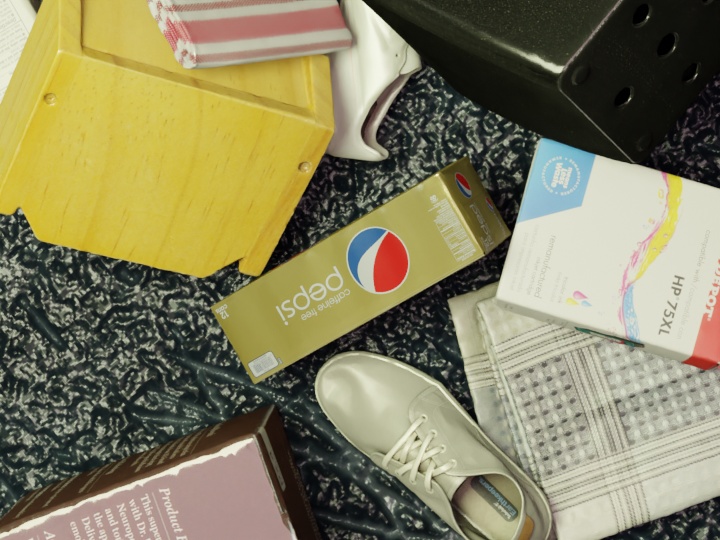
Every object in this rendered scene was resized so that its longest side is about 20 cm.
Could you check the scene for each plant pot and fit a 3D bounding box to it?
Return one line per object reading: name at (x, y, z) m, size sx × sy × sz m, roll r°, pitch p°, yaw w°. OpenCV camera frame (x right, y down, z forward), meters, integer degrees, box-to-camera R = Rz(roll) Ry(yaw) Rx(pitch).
plant pot at (0.138, -0.188, 1.305) m, size 0.200 × 0.200 × 0.177 m, roll -50°, pitch 53°, yaw 3°

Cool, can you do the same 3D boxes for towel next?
towel at (0.176, 0.085, 1.437) m, size 0.198 × 0.035 × 0.194 m, roll -17°, pitch 93°, yaw 3°
towel at (-0.101, -0.219, 1.357) m, size 0.030 × 0.145 × 0.201 m, roll -45°, pitch 66°, yaw 44°

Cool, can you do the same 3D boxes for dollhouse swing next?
dollhouse swing at (-0.142, -0.130, 1.383) m, size 0.198 × 0.176 × 0.183 m, roll 13°, pitch 123°, yaw -28°

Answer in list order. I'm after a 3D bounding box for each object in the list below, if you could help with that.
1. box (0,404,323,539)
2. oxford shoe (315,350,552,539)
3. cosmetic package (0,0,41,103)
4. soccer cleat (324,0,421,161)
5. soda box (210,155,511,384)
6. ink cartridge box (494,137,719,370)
box at (-0.127, 0.209, 1.386) m, size 0.198 × 0.164 × 0.167 m, roll -20°, pitch 92°, yaw 2°
oxford shoe at (0.049, 0.127, 1.420) m, size 0.200 × 0.058 × 0.075 m, roll 40°, pitch 108°, yaw 11°
cosmetic package at (-0.271, -0.168, 1.412) m, size 0.103 × 0.073 × 0.201 m, roll -29°, pitch 93°, yaw 2°
soccer cleat at (0.015, -0.174, 1.405) m, size 0.077 × 0.069 × 0.202 m, roll 21°, pitch 101°, yaw 20°
soda box at (0.000, 0.000, 1.387) m, size 0.199 × 0.068 × 0.064 m, roll -29°, pitch 92°, yaw 24°
ink cartridge box at (0.201, -0.005, 1.391) m, size 0.198 × 0.067 × 0.117 m, roll 16°, pitch 85°, yaw 4°
